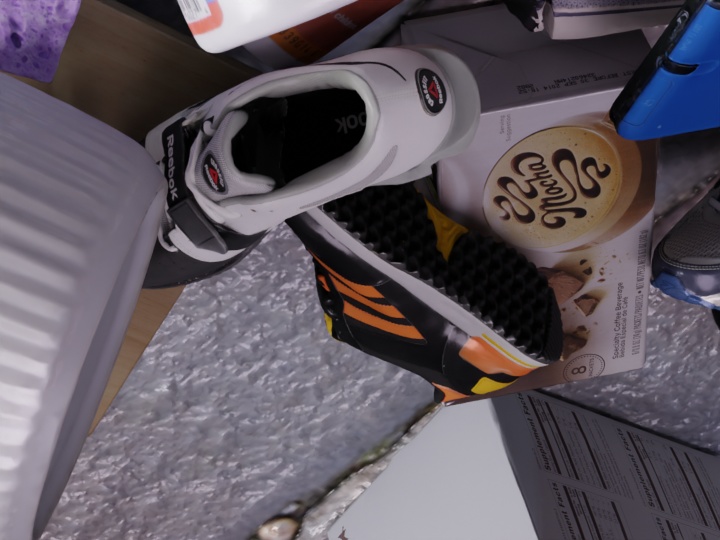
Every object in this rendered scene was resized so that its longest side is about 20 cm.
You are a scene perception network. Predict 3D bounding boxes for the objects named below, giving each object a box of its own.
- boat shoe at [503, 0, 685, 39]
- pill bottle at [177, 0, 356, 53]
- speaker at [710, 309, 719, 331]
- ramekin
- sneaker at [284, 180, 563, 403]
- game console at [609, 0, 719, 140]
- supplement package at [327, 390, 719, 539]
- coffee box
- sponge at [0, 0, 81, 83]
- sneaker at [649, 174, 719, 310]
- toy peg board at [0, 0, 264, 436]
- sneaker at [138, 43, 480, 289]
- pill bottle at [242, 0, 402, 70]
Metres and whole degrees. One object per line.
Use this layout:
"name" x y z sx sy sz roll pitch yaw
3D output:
"boat shoe" 0.165 -0.167 1.109 0.200 0.075 0.093 -13 140 -8
"pill bottle" -0.046 -0.193 0.913 0.112 0.112 0.200 -21 98 2
"speaker" 0.291 0.028 1.337 0.200 0.081 0.081 18 125 -31
"ramekin" -0.152 0.020 0.965 0.105 0.200 0.200 21 128 0
"sneaker" 0.000 0.000 1.128 0.200 0.070 0.090 36 129 -25
"game console" 0.202 -0.161 1.070 0.200 0.118 0.171 -11 153 -28
"supplement package" 0.115 0.183 1.377 0.200 0.151 0.152 21 124 -33
"coffee box" 0.083 -0.034 1.207 0.113 0.080 0.200 -11 135 -9
"sponge" -0.142 -0.184 0.975 0.111 0.030 0.200 15 106 -32
"sneaker" 0.212 -0.053 1.210 0.200 0.077 0.085 -35 131 -34
"toy peg board" -0.172 -0.053 1.113 0.200 0.098 0.199 24 106 -35
"sneaker" -0.054 -0.046 1.020 0.200 0.074 0.088 -25 172 28
"pill bottle" 0.018 -0.181 1.020 0.200 0.112 0.112 -33 134 14
